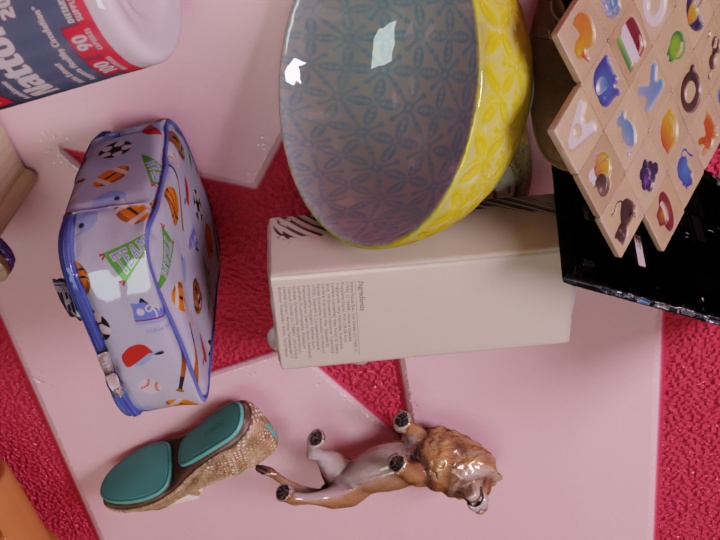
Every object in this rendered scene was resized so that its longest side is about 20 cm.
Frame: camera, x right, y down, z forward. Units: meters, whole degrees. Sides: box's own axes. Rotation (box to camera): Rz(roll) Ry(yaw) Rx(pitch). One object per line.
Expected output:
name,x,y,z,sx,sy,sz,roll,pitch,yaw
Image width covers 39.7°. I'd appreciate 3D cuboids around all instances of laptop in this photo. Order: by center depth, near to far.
laptop,0.207,0.013,0.667,0.197,0.178,0.104,15,127,-4

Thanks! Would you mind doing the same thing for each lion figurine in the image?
lion figurine,0.018,0.178,0.882,0.197,0.074,0.122,-10,153,24

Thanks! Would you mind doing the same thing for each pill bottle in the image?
pill bottle,-0.226,-0.167,0.636,0.197,0.120,0.121,-12,124,17

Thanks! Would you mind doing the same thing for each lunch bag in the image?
lunch bag,-0.146,-0.001,0.695,0.074,0.201,0.162,-9,124,4

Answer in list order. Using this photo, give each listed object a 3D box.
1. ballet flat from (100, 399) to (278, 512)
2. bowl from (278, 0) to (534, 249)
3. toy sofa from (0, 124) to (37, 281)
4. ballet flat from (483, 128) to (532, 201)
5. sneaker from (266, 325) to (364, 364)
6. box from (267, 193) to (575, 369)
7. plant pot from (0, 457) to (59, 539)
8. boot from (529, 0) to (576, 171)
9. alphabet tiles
ballet flat,-0.155,0.183,0.917,0.198,0.071,0.065,-27,133,29
bowl,0.044,-0.115,0.621,0.107,0.201,0.201,-2,137,-37
toy sofa,-0.353,-0.041,0.768,0.197,0.083,0.098,-11,125,15
ballet flat,0.086,-0.036,0.719,0.069,0.071,0.202,4,126,5
sneaker,0.000,0.000,0.734,0.079,0.077,0.201,6,132,-29
box,0.039,0.006,0.661,0.197,0.069,0.083,-4,126,-3
plant pot,-0.387,0.267,0.945,0.197,0.200,0.142,-5,109,12
boot,0.129,-0.152,0.595,0.073,0.075,0.203,15,116,24
alphabet tiles,0.173,-0.117,0.577,0.006,0.201,0.167,9,147,45
